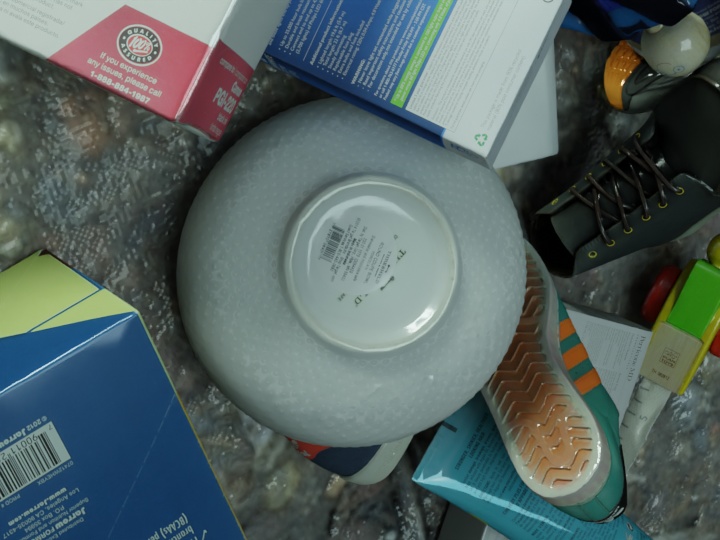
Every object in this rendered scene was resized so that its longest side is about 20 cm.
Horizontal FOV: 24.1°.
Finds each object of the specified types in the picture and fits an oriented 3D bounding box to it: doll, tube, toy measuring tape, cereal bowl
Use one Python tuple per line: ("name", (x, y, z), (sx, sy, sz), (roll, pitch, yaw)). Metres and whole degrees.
("doll", (0.124, -0.169, 0.931), (0.200, 0.136, 0.048), (30, 58, -34))
("tube", (0.119, 0.151, 1.067), (0.200, 0.050, 0.077), (40, 64, -26))
("toy measuring tape", (0.213, 0.060, 1.152), (0.074, 0.074, 0.200), (7, 117, -32))
("cereal bowl", (0.000, 0.000, 0.935), (0.200, 0.083, 0.200), (0, 88, -10))

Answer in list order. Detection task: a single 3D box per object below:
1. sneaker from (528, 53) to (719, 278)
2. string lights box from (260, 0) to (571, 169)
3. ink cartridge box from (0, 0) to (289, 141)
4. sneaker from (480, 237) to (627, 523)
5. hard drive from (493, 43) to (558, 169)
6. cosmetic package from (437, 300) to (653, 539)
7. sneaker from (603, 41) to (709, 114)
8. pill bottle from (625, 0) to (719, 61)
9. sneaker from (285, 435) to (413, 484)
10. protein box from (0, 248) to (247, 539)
("sneaker", (0.176, -0.053, 1.025), (0.106, 0.200, 0.075), (-24, 71, -20))
("string lights box", (0.000, -0.143, 0.888), (0.200, 0.059, 0.103), (26, 91, 7))
("ink cartridge box", (-0.096, -0.185, 0.831), (0.146, 0.085, 0.200), (27, 92, 11))
("sneaker", (0.109, 0.068, 1.028), (0.071, 0.200, 0.080), (-26, 141, 14))
("hard drive", (0.056, -0.155, 1.006), (0.132, 0.026, 0.200), (-15, 112, -27))
("cosmetic package", (0.117, 0.119, 1.111), (0.083, 0.051, 0.200), (16, 96, -29))
("sneaker", (0.248, -0.129, 1.104), (0.200, 0.076, 0.092), (-24, 120, -22))
("pill bottle", (0.165, -0.222, 0.983), (0.111, 0.111, 0.200), (-50, 133, -9))
("sneaker", (0.015, 0.027, 1.011), (0.085, 0.075, 0.200), (27, 87, -29))
("protein box", (-0.184, 0.134, 0.886), (0.199, 0.135, 0.200), (-32, 119, -19))
